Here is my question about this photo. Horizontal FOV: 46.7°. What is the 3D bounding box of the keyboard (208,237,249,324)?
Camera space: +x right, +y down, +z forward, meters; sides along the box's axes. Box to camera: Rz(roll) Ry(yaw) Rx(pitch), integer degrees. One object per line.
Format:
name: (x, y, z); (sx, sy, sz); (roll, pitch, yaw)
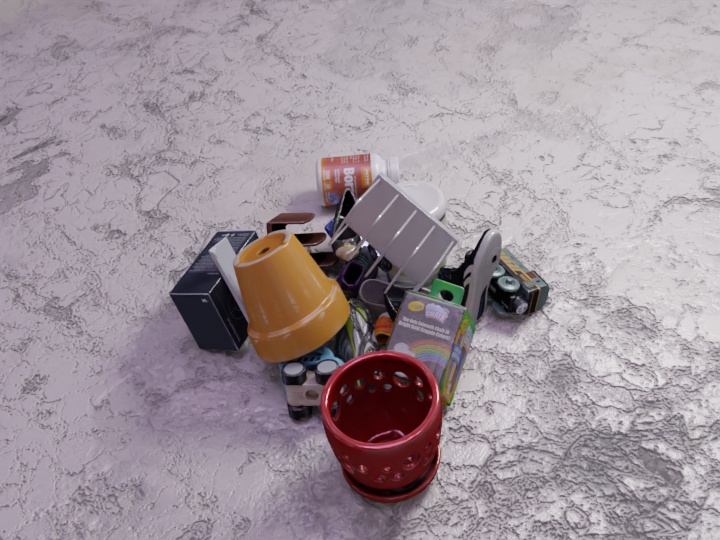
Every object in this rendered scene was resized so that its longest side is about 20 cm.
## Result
keyboard: (-0.231, 0.036, 1.631); (0.010, 0.203, 0.056); (-17, 18, 33)

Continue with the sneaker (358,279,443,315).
sneaker: (0.090, 0.071, 1.688); (0.196, 0.085, 0.074); (20, 71, -1)

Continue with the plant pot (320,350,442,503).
plant pot: (0.039, 0.267, 1.382); (0.195, 0.185, 0.203); (-4, 41, 3)

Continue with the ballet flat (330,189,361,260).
ballet flat: (-0.032, -0.093, 1.752); (0.065, 0.058, 0.202); (-4, 40, 0)

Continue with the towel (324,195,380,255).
towel: (0.026, -0.092, 1.859); (0.145, 0.024, 0.199); (49, 57, 3)

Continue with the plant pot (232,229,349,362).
plant pot: (-0.143, 0.035, 1.555); (0.196, 0.186, 0.201); (-22, 22, 9)

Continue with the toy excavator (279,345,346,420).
toy excavator: (-0.108, 0.181, 1.585); (0.189, 0.102, 0.201); (-3, 29, 10)

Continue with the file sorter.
file sorter: (0.059, -0.051, 1.580); (0.199, 0.139, 0.125); (39, 38, 1)

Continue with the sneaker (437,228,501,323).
sneaker: (0.206, -0.005, 1.654); (0.072, 0.204, 0.111); (-14, 36, -42)

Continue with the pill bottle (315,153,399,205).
pill bottle: (-0.005, -0.219, 1.990); (0.195, 0.114, 0.114); (-5, 41, 3)

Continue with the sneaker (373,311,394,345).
sneaker: (0.112, 0.142, 1.614); (0.196, 0.074, 0.078); (9, 57, 28)

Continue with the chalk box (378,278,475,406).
chalk box: (0.130, 0.120, 1.510); (0.122, 0.124, 0.204); (16, 75, 22)

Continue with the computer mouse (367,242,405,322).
computer mouse: (0.052, 0.030, 1.633); (0.058, 0.034, 0.203); (7, 48, -35)

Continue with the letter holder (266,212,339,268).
letter holder: (-0.115, -0.066, 1.776); (0.138, 0.103, 0.200); (-3, 9, 3)

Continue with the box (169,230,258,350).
box: (-0.270, 0.039, 1.697); (0.105, 0.151, 0.201); (-1, 39, 29)

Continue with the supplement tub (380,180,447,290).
supplement tub: (0.109, -0.066, 1.731); (0.141, 0.203, 0.147); (-3, 38, 3)

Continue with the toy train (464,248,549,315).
toy train: (0.296, 0.017, 1.712); (0.112, 0.087, 0.200); (-12, 38, -24)

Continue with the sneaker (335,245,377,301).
sneaker: (0.000, 0.000, 1.718); (0.073, 0.088, 0.201); (31, 43, 0)

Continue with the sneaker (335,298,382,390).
sneaker: (-0.006, 0.159, 1.603); (0.073, 0.081, 0.204); (15, 49, -32)
